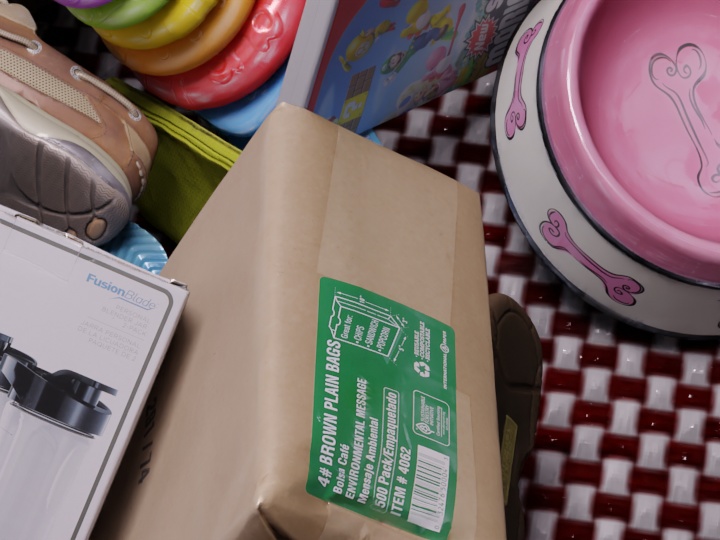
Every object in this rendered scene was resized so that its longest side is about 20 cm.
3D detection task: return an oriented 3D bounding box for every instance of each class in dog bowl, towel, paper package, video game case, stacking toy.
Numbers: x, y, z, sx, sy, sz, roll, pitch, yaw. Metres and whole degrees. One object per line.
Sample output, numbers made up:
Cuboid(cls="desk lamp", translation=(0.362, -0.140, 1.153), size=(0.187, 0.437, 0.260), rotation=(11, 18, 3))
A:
Cuboid(cls="dog bowl", translation=(0.165, -0.073, 1.018), size=(0.199, 0.074, 0.202), rotation=(3, 74, -9))
Cuboid(cls="towel", translation=(-0.061, -0.022, 0.996), size=(0.018, 0.087, 0.200), rotation=(-29, 37, -24))
Cuboid(cls="paper package", translation=(-0.032, 0.073, 0.833), size=(0.103, 0.191, 0.201), rotation=(19, 44, -19))
Cuboid(cls="video game case", translation=(0.047, -0.135, 1.010), size=(0.199, 0.143, 0.017), rotation=(-27, 61, -36))
Cuboid(cls="stacking toy", translation=(-0.102, -0.144, 0.949), size=(0.116, 0.200, 0.110), rotation=(40, 99, 32))

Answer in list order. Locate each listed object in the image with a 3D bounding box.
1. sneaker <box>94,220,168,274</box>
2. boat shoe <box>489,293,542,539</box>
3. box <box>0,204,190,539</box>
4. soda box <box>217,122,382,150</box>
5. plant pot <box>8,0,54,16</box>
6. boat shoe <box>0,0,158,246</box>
Cuboid(cls="sneaker", translation=(-0.149, -0.010, 1.042), size=(0.076, 0.081, 0.200), rotation=(-31, 48, -13))
Cuboid(cls="boat shoe", translation=(0.025, 0.105, 0.899), size=(0.076, 0.072, 0.201), rotation=(-11, 47, 32))
Cuboid(cls="box", translation=(-0.154, 0.076, 0.807), size=(0.116, 0.060, 0.201), rotation=(22, 86, -8))
Cuboid(cls="soda box", translation=(0.000, 0.000, 1.029), size=(0.067, 0.064, 0.201), rotation=(-23, 58, -10))
Cuboid(cls="plant pot", translation=(-0.251, -0.155, 1.082), size=(0.199, 0.201, 0.199), rotation=(25, 70, 19))
Cuboid(cls="boat shoe", translation=(-0.180, -0.089, 0.982), size=(0.200, 0.076, 0.072), rotation=(37, 48, -3))
